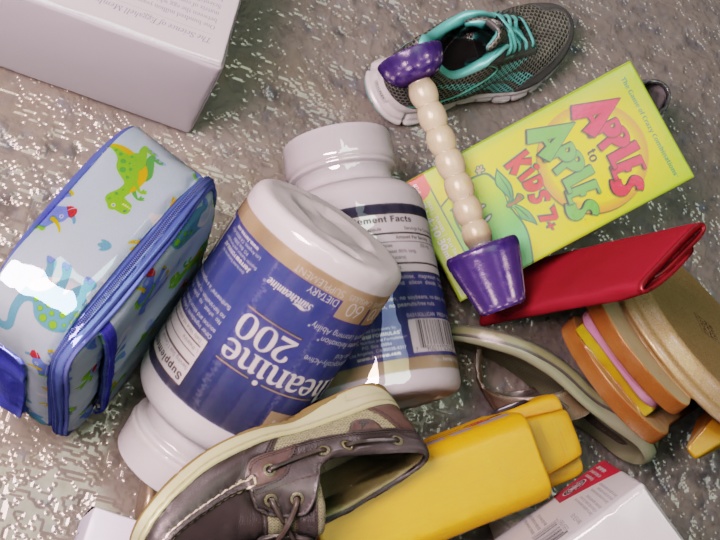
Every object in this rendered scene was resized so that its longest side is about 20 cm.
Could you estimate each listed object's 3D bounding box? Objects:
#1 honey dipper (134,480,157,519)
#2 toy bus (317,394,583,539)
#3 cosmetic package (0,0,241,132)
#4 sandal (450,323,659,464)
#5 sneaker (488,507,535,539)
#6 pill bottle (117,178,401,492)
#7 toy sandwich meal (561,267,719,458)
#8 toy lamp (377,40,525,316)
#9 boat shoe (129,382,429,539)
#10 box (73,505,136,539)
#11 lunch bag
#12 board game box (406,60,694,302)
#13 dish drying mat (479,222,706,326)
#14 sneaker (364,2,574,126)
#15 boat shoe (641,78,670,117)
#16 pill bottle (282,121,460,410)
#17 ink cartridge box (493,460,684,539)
[{"bbox_3d":[-0.055,0.173,0.826,0.200,0.038,0.038,12,70,-19],"label":"honey dipper"},{"bbox_3d":[0.059,0.145,0.814,0.200,0.078,0.065,-19,85,-12],"label":"toy bus"},{"bbox_3d":[-0.181,-0.238,0.860,0.199,0.123,0.200,19,67,-14],"label":"cosmetic package"},{"bbox_3d":[0.138,0.099,0.898,0.201,0.080,0.057,34,79,-7],"label":"sandal"},{"bbox_3d":[0.133,0.262,0.849,0.081,0.075,0.200,-21,81,-15],"label":"sneaker"},{"bbox_3d":[-0.071,0.051,0.764,0.111,0.111,0.200,33,104,-8],"label":"pill bottle"},{"bbox_3d":[0.242,0.066,0.927,0.205,0.070,0.205,37,28,-23],"label":"toy sandwich meal"},{"bbox_3d":[0.069,-0.065,0.868,0.058,0.058,0.200,-19,85,-24],"label":"toy lamp"},{"bbox_3d":[-0.043,0.132,0.715,0.200,0.073,0.065,-28,46,-30],"label":"boat shoe"},{"bbox_3d":[-0.107,0.265,0.746,0.200,0.097,0.177,22,70,-11],"label":"box"},{"bbox_3d":[-0.166,0.016,0.744,0.082,0.200,0.161,36,63,2],"label":"lunch bag"},{"bbox_3d":[0.141,-0.067,0.916,0.200,0.048,0.102,-28,86,2],"label":"board game box"},{"bbox_3d":[0.163,0.006,0.866,0.077,0.200,0.018,-41,102,-26],"label":"dish drying mat"},{"bbox_3d":[0.104,-0.178,0.961,0.200,0.091,0.078,-26,84,-25],"label":"sneaker"},{"bbox_3d":[0.176,-0.103,0.975,0.199,0.068,0.074,-24,82,-23],"label":"boat shoe"},{"bbox_3d":[0.000,0.000,0.858,0.111,0.111,0.200,-5,75,-21],"label":"pill bottle"},{"bbox_3d":[0.127,0.240,0.747,0.200,0.145,0.145,-36,87,1],"label":"ink cartridge box"}]
